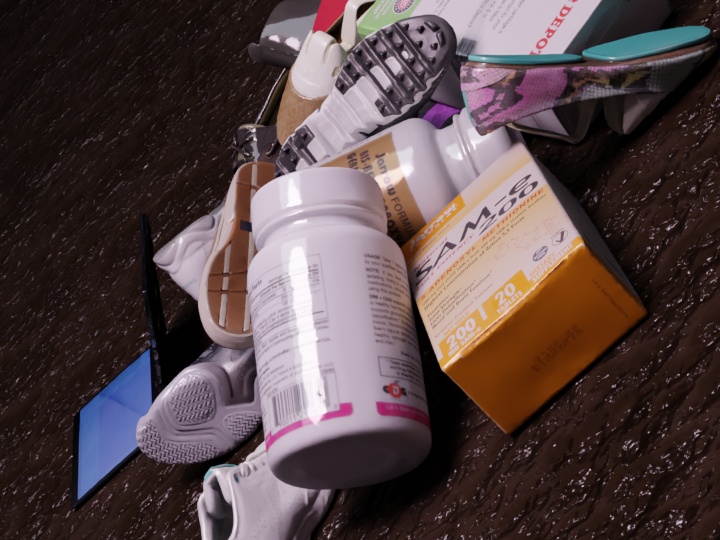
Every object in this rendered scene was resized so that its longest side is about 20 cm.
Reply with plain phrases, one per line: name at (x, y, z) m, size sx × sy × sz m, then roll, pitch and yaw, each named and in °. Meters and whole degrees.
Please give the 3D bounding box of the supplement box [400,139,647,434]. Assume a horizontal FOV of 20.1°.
supplement box at (0.104, 0.006, 1.387) m, size 0.126 × 0.074 × 0.200 m, roll -42°, pitch 22°, yaw 9°

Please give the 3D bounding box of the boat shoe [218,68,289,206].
boat shoe at (-0.096, -0.118, 1.980) m, size 0.073 × 0.065 × 0.201 m, roll -12°, pitch 42°, yaw 53°

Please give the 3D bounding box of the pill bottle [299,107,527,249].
pill bottle at (0.032, -0.049, 1.529) m, size 0.199 × 0.115 × 0.115 m, roll -25°, pitch 27°, yaw 11°

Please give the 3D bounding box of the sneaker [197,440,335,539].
sneaker at (-0.073, 0.157, 1.439) m, size 0.075 × 0.088 × 0.201 m, roll -34°, pitch 25°, yaw 33°

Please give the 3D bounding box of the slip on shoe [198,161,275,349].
slip on shoe at (-0.089, -0.002, 1.614) m, size 0.201 × 0.075 × 0.061 m, roll -88°, pitch 12°, yaw -47°

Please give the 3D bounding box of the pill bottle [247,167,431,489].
pill bottle at (-0.019, 0.039, 1.399) m, size 0.113 × 0.113 × 0.202 m, roll -28°, pitch 59°, yaw 38°

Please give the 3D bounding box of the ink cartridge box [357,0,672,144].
ink cartridge box at (0.121, -0.198, 1.601) m, size 0.199 × 0.084 × 0.146 m, roll 23°, pitch 70°, yaw 41°

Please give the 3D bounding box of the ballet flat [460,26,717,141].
ballet flat at (0.165, -0.131, 1.471) m, size 0.198 × 0.072 × 0.069 m, roll -10°, pitch 15°, yaw -19°

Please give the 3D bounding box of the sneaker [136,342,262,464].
sneaker at (-0.099, 0.073, 1.656) m, size 0.200 × 0.076 × 0.114 m, roll -38°, pitch 22°, yaw 7°

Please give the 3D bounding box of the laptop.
laptop at (-0.225, 0.078, 1.832) m, size 0.102 × 0.202 × 0.178 m, roll -8°, pitch 25°, yaw -4°

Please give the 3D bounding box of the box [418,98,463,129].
box at (0.079, -0.153, 1.678) m, size 0.142 × 0.036 × 0.201 m, roll 8°, pitch 59°, yaw 40°

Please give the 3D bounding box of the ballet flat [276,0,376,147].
ballet flat at (-0.007, -0.187, 1.659) m, size 0.068 × 0.072 × 0.200 m, roll 33°, pitch 72°, yaw 27°

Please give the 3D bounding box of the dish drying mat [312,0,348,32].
dish drying mat at (-0.009, -0.198, 1.725) m, size 0.076 × 0.018 × 0.201 m, roll 2°, pitch 59°, yaw 25°

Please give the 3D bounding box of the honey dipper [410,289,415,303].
honey dipper at (0.000, 0.000, 1.649) m, size 0.038 × 0.038 × 0.200 m, roll -48°, pitch 25°, yaw -4°

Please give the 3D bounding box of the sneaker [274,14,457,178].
sneaker at (0.016, -0.130, 1.590) m, size 0.200 × 0.067 × 0.090 m, roll -47°, pitch -17°, yaw 33°

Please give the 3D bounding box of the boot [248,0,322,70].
boot at (0.004, -0.241, 1.798) m, size 0.138 × 0.078 × 0.200 m, roll 20°, pitch 54°, yaw 27°

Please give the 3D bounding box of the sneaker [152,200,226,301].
sneaker at (-0.108, -0.028, 1.856) m, size 0.070 × 0.080 × 0.200 m, roll -37°, pitch 4°, yaw 42°
